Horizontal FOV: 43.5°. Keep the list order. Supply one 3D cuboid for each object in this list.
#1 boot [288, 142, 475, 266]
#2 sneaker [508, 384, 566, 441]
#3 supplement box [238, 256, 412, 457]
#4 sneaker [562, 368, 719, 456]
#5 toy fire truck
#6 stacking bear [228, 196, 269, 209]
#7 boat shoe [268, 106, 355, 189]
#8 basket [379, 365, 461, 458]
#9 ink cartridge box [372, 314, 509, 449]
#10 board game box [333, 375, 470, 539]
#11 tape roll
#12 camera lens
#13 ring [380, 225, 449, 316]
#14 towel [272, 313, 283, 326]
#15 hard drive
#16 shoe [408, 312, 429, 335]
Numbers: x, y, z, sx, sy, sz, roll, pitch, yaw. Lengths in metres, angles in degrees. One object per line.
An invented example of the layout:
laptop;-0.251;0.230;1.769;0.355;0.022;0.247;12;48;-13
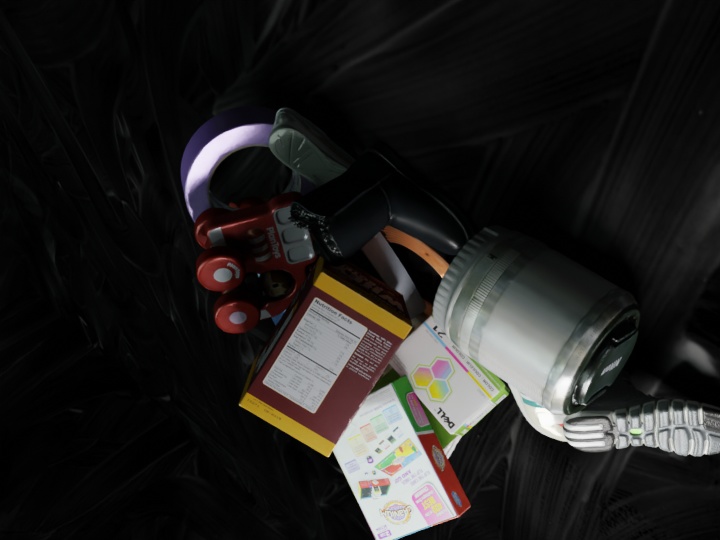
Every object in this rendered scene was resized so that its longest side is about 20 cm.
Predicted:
boot;0.026;-0.054;1.161;0.200;0.168;0.076;44;154;9
sneaker;0.249;0.151;1.201;0.200;0.070;0.093;56;160;-9
supplement box;-0.045;0.099;1.195;0.133;0.200;0.197;32;-172;-6
sneaker;0.341;0.155;1.065;0.199;0.116;0.075;0;121;13
toy fire truck;-0.137;-0.010;1.272;0.112;0.168;0.200;-104;0;-48
stacking bear;-0.174;-0.056;1.500;0.121;0.114;0.200;43;165;15
boat shoe;-0.044;-0.145;1.248;0.074;0.065;0.202;-32;126;31
basket;0.053;0.226;1.414;0.200;0.198;0.161;29;169;20
ink cartridge box;0.089;0.181;1.282;0.148;0.200;0.076;48;-178;19
board game box;0.044;0.269;1.266;0.153;0.040;0.200;-31;82;34
tape roll;-0.156;-0.132;1.302;0.066;0.200;0.200;-115;3;-55
camera lens;0.204;0.057;1.038;0.200;0.160;0.160;34;151;29
ring;0.085;0.002;1.299;0.200;0.019;0.201;38;160;17
towel;-0.113;0.088;1.721;0.112;0.049;0.200;50;155;0
hard drive;0.000;0.000;1.326;0.135;0.042;0.200;1;137;40
shoe;0.040;0.073;1.448;0.200;0.053;0.070;24;145;42
